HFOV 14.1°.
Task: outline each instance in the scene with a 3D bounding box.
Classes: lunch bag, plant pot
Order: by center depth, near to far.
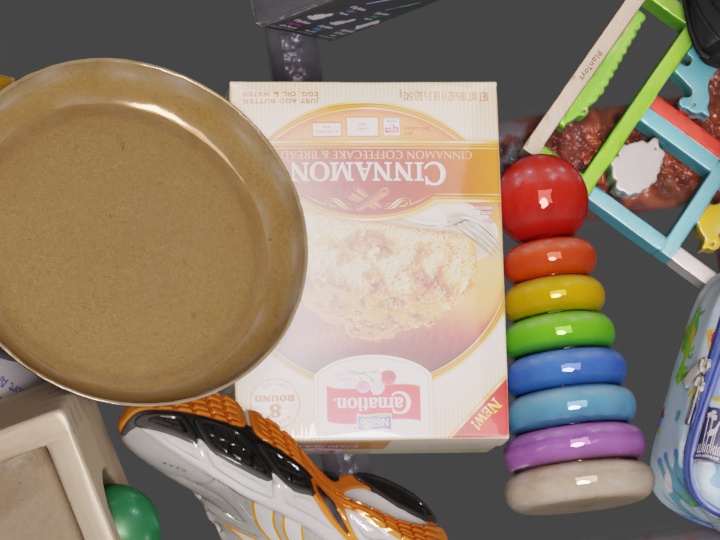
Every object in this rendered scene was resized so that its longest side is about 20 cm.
[{"bbox_3d":[-0.126,-0.018,1.543,0.199,0.028,0.201,8,64,-16],"label":"plant pot"},{"bbox_3d":[0.270,0.086,1.638,0.199,0.082,0.162,22,77,-11],"label":"lunch bag"}]

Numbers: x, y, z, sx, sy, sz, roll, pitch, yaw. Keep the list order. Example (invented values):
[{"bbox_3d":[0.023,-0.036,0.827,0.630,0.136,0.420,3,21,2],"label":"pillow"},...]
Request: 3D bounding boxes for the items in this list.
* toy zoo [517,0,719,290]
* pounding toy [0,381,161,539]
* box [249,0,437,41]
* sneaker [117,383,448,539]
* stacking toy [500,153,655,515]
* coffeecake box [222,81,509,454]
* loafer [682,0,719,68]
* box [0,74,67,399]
[{"bbox_3d":[0.207,-0.061,1.695,0.199,0.020,0.132,35,77,-1],"label":"toy zoo"},{"bbox_3d":[-0.168,0.161,1.545,0.199,0.142,0.185,-20,99,3],"label":"pounding toy"},{"bbox_3d":[0.032,-0.218,1.614,0.199,0.106,0.123,-18,83,21],"label":"box"},{"bbox_3d":[-0.052,0.137,1.551,0.199,0.076,0.092,30,109,-20],"label":"sneaker"},{"bbox_3d":[0.112,0.032,1.633,0.085,0.085,0.202,-4,80,-9],"label":"stacking toy"},{"bbox_3d":[0.000,0.000,1.629,0.152,0.073,0.202,0,80,-8],"label":"coffeecake box"},{"bbox_3d":[0.204,-0.215,1.689,0.068,0.070,0.202,-8,71,-17],"label":"loafer"},{"bbox_3d":[-0.205,0.008,1.585,0.119,0.041,0.201,38,72,-41],"label":"box"}]
